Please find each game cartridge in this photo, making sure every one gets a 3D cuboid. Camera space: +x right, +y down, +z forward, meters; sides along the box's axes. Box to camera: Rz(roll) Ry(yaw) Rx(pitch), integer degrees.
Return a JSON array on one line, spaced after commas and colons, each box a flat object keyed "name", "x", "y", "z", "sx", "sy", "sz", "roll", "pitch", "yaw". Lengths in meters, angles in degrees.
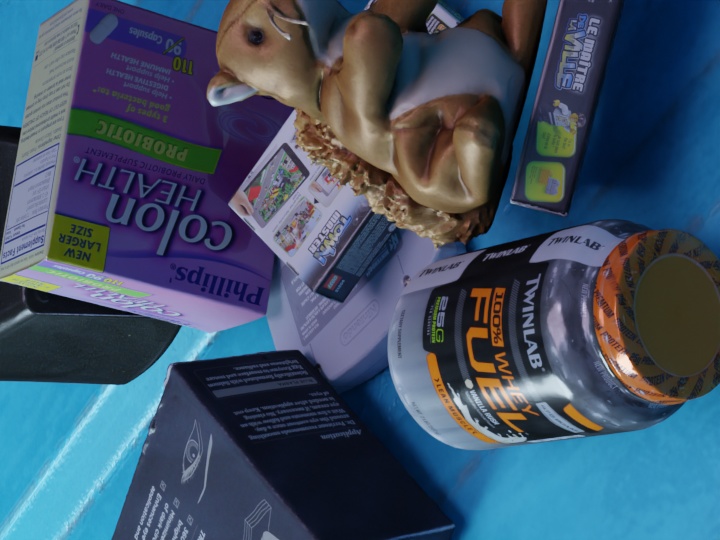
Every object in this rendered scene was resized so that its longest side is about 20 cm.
[{"name": "game cartridge", "x": 0.000, "y": 0.000, "z": 1.538, "sx": 0.200, "sy": 0.040, "sz": 0.134, "roll": -45, "pitch": 49, "yaw": 43}]

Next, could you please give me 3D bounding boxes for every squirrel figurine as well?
[{"name": "squirrel figurine", "x": 0.003, "y": -0.101, "z": 1.338, "sx": 0.200, "sy": 0.186, "sz": 0.142, "roll": 93, "pitch": -166, "yaw": -58}]

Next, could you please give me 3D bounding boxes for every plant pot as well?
[{"name": "plant pot", "x": -0.232, "y": -0.022, "z": 1.706, "sx": 0.177, "sy": 0.199, "sz": 0.201, "roll": -16, "pitch": 73, "yaw": 59}]

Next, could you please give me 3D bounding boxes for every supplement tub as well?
[{"name": "supplement tub", "x": 0.118, "y": 0.038, "z": 1.295, "sx": 0.200, "sy": 0.122, "sz": 0.123, "roll": -15, "pitch": 75, "yaw": 53}]

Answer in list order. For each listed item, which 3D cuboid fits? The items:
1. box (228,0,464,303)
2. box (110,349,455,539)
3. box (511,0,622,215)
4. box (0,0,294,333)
[{"name": "box", "x": 0.005, "y": -0.090, "z": 1.477, "sx": 0.200, "sy": 0.035, "sz": 0.110, "roll": -54, "pitch": 52, "yaw": 12}, {"name": "box", "x": -0.063, "y": 0.193, "z": 1.509, "sx": 0.200, "sy": 0.117, "sz": 0.197, "roll": 47, "pitch": 128, "yaw": 37}, {"name": "box", "x": 0.133, "y": -0.141, "z": 1.301, "sx": 0.110, "sy": 0.035, "sz": 0.201, "roll": -53, "pitch": -23, "yaw": -76}, {"name": "box", "x": -0.152, "y": -0.075, "z": 1.601, "sx": 0.097, "sy": 0.175, "sz": 0.201, "roll": -16, "pitch": 62, "yaw": 59}]
